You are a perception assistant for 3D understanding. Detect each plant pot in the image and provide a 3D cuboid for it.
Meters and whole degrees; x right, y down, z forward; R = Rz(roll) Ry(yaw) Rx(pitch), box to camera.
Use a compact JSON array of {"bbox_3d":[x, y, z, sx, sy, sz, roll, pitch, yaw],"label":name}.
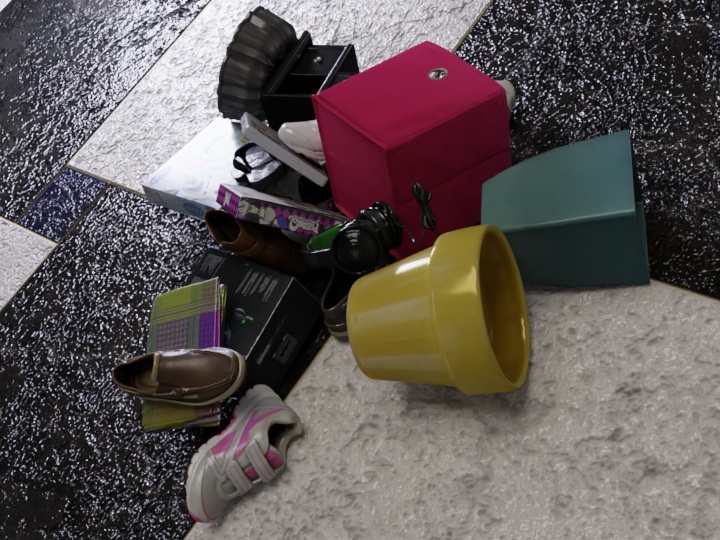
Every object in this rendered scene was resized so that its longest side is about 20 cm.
[{"bbox_3d":[0.092,0.058,1.331,0.187,0.201,0.203,-10,49,24],"label":"plant pot"},{"bbox_3d":[0.260,-0.069,1.391,0.197,0.142,0.143,-7,50,19],"label":"plant pot"}]

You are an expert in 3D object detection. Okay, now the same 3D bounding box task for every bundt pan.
[{"bbox_3d":[-0.165,-0.340,1.837,0.075,0.203,0.203,23,63,11],"label":"bundt pan"}]

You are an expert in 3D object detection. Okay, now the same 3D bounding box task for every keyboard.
[{"bbox_3d":[-0.005,-0.155,1.705,0.198,0.021,0.128,-29,45,6],"label":"keyboard"}]

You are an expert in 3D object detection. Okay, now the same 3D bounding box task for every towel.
[{"bbox_3d":[-0.240,0.120,1.475,0.142,0.023,0.203,-15,66,32],"label":"towel"}]

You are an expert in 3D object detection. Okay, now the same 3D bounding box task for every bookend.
[{"bbox_3d":[-0.031,-0.301,1.771,0.198,0.093,0.200,6,44,22],"label":"bookend"}]

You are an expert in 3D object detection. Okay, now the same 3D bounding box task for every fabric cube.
[{"bbox_3d":[0.075,-0.171,1.516,0.198,0.202,0.196,-27,42,-19],"label":"fabric cube"}]

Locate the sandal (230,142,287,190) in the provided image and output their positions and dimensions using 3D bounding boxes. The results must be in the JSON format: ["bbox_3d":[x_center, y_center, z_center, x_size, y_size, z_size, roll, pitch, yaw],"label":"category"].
[{"bbox_3d":[-0.159,-0.168,1.653,0.075,0.048,0.200,-36,20,-10],"label":"sandal"}]

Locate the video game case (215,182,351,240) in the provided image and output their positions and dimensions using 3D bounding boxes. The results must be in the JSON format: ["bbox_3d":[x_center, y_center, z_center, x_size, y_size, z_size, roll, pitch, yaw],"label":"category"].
[{"bbox_3d":[-0.106,-0.082,1.550,0.200,0.179,0.036,-149,72,-71],"label":"video game case"}]

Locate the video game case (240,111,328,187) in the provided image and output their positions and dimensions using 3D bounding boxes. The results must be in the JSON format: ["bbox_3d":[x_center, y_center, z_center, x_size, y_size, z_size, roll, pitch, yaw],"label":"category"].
[{"bbox_3d":[-0.120,-0.188,1.656,0.018,0.142,0.200,-55,14,7],"label":"video game case"}]

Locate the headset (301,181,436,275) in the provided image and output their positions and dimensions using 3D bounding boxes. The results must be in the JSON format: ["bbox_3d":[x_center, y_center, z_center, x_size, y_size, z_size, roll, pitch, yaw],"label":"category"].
[{"bbox_3d":[0.009,-0.056,1.386,0.198,0.095,0.123,-8,20,35],"label":"headset"}]

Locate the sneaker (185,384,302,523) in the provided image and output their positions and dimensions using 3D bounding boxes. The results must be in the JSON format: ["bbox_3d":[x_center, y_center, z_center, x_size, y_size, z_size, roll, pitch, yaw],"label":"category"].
[{"bbox_3d":[-0.150,0.244,1.408,0.088,0.082,0.201,16,63,39],"label":"sneaker"}]

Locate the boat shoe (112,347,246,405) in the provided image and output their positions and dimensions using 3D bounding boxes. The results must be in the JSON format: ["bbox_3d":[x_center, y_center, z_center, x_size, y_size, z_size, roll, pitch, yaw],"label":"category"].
[{"bbox_3d":[-0.243,0.138,1.408,0.200,0.075,0.076,-12,67,32],"label":"boat shoe"}]

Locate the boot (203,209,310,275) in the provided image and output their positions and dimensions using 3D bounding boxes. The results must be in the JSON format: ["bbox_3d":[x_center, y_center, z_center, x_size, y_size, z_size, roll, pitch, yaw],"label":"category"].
[{"bbox_3d":[-0.180,-0.050,1.606,0.199,0.154,0.077,30,96,45],"label":"boot"}]

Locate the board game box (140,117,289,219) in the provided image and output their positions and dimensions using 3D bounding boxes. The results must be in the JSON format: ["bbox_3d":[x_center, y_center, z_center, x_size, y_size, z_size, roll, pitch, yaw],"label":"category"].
[{"bbox_3d":[-0.230,-0.168,1.799,0.198,0.044,0.200,19,53,37],"label":"board game box"}]

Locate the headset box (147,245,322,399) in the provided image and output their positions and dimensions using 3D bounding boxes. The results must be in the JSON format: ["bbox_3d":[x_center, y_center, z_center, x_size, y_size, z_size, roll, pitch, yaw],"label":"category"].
[{"bbox_3d":[-0.173,0.081,1.535,0.199,0.093,0.175,17,70,38],"label":"headset box"}]

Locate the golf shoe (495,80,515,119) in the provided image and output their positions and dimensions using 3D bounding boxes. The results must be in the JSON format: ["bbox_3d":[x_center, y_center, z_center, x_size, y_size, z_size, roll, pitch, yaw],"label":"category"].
[{"bbox_3d":[0.151,-0.257,1.679,0.198,0.076,0.092,5,41,29],"label":"golf shoe"}]

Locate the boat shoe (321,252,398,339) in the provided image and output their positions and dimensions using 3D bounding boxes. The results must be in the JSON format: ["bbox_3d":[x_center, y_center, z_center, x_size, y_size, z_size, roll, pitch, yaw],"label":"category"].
[{"bbox_3d":[0.000,0.000,1.534,0.074,0.074,0.202,1,54,29],"label":"boat shoe"}]

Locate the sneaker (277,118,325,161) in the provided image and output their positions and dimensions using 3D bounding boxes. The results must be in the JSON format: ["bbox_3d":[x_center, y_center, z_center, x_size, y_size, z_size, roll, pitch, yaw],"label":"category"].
[{"bbox_3d":[-0.026,-0.221,1.634,0.197,0.100,0.078,1,30,-15],"label":"sneaker"}]
